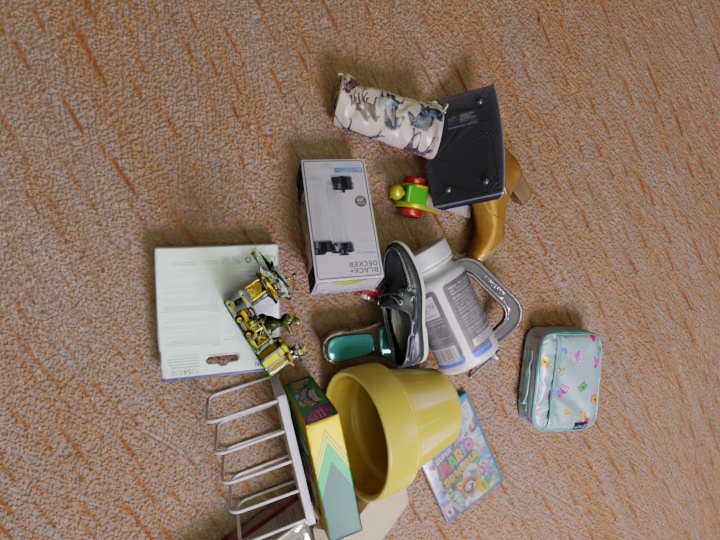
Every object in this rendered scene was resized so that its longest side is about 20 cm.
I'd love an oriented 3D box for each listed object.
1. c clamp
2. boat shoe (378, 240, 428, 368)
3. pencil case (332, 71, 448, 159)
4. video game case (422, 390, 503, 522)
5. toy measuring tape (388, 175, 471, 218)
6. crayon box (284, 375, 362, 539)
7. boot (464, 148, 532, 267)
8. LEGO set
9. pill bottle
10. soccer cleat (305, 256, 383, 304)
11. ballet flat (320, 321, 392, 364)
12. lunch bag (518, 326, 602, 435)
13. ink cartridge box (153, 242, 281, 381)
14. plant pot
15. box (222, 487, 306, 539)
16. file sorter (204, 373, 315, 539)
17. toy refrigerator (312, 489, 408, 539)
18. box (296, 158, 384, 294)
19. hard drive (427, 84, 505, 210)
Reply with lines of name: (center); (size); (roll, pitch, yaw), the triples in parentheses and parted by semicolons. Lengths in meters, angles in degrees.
c clamp: (0.202, 0.084, 0.962); (0.170, 0.027, 0.201); (-40, 96, 22)
boat shoe: (0.060, 0.059, 0.843); (0.065, 0.073, 0.208); (-19, 108, -41)
pencil case: (0.043, -0.256, 0.865); (0.193, 0.078, 0.093); (17, 101, -5)
video game case: (0.182, 0.356, 1.007); (0.140, 0.018, 0.206); (-28, 102, -14)
toy measuring tape: (0.117, -0.123, 0.940); (0.195, 0.072, 0.077); (8, 92, -42)
crayon box: (-0.063, 0.281, 0.824); (0.056, 0.199, 0.180); (-12, 98, -16)
boot: (0.214, -0.125, 0.946); (0.143, 0.070, 0.203); (41, 84, -23)
LEGO set: (-0.121, 0.063, 0.764); (0.114, 0.200, 0.156); (-33, 83, -15)
pill bottle: (0.144, 0.058, 0.892); (0.111, 0.114, 0.206); (-26, 93, -14)
soccer cleat: (0.000, 0.000, 0.897); (0.194, 0.068, 0.088); (19, 87, -16)
ballet flat: (0.021, 0.119, 0.912); (0.192, 0.065, 0.074); (2, 95, -21)
lunch bag: (0.389, 0.216, 1.035); (0.154, 0.077, 0.209); (3, 93, -19)
ink cartridge box: (-0.223, 0.061, 0.838); (0.192, 0.040, 0.209); (-2, 95, -19)
plant pot: (0.063, 0.250, 0.879); (0.183, 0.198, 0.210); (-6, 96, -33)
box: (-0.147, 0.482, 0.858); (0.196, 0.109, 0.131); (-30, 103, -14)
file sorter: (-0.159, 0.289, 0.827); (0.120, 0.138, 0.208); (-15, 98, -14)
toy refrigerator: (0.004, 0.402, 0.870); (0.198, 0.068, 0.079); (-25, 106, -56)
box: (-0.035, -0.072, 0.842); (0.112, 0.060, 0.208); (-2, 72, -16)
hard drive: (0.180, -0.205, 0.893); (0.042, 0.130, 0.208); (35, 50, -57)
